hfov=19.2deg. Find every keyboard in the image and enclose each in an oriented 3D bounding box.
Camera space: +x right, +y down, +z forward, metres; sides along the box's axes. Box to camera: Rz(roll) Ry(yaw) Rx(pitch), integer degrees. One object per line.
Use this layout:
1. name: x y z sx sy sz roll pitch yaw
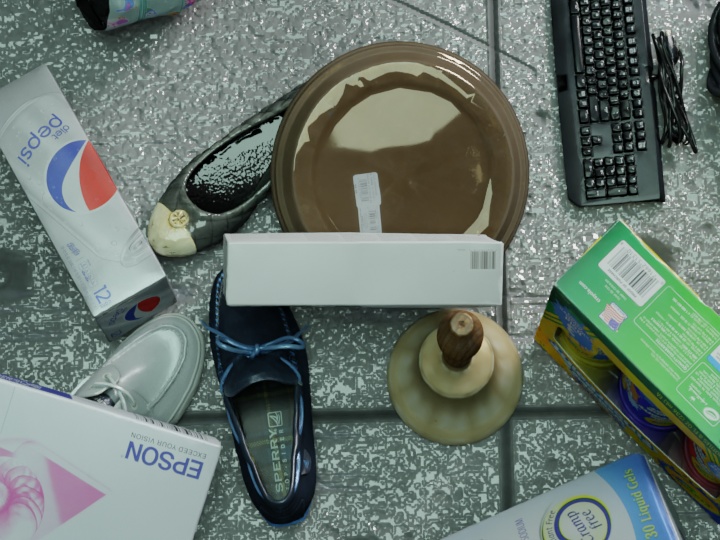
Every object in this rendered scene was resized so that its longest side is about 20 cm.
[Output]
1. keyboard: 0.203 -0.152 1.638 0.103 0.040 0.202 -5 77 1

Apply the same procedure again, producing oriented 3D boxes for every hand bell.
1. hand bell: 0.068 0.057 1.509 0.103 0.200 0.105 0 77 2

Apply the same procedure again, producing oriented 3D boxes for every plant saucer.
1. plant saucer: 0.031 -0.072 1.598 0.198 0.029 0.202 0 95 -6

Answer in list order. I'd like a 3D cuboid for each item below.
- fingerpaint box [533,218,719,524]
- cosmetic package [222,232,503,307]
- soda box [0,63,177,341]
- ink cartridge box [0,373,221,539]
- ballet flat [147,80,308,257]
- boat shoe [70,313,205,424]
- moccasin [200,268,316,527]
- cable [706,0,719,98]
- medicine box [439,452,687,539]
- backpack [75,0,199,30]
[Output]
1. fingerpaint box: 0.221 0.077 1.518 0.073 0.167 0.200 -43 80 -10
2. cosmetic package: 0.000 0.000 1.546 0.198 0.083 0.051 0 97 -5
3. soda box: -0.214 -0.052 1.603 0.063 0.068 0.201 -29 72 -6
4. ink cartridge box: -0.221 0.189 1.516 0.195 0.043 0.202 17 89 -15
5. ballet flat: -0.086 -0.086 1.620 0.200 0.057 0.067 -42 78 -8
6. boat shoe: -0.192 0.109 1.571 0.200 0.069 0.072 -43 79 -8
7. moccasin: -0.066 0.086 1.573 0.080 0.068 0.201 -17 75 -2
8. cable: 0.329 -0.159 1.576 0.051 0.163 0.201 1 47 -42
9. medicine box: 0.144 0.256 1.455 0.199 0.103 0.183 -25 47 8
10. backpack: -0.187 -0.288 1.625 0.126 0.167 0.201 -18 83 -8
